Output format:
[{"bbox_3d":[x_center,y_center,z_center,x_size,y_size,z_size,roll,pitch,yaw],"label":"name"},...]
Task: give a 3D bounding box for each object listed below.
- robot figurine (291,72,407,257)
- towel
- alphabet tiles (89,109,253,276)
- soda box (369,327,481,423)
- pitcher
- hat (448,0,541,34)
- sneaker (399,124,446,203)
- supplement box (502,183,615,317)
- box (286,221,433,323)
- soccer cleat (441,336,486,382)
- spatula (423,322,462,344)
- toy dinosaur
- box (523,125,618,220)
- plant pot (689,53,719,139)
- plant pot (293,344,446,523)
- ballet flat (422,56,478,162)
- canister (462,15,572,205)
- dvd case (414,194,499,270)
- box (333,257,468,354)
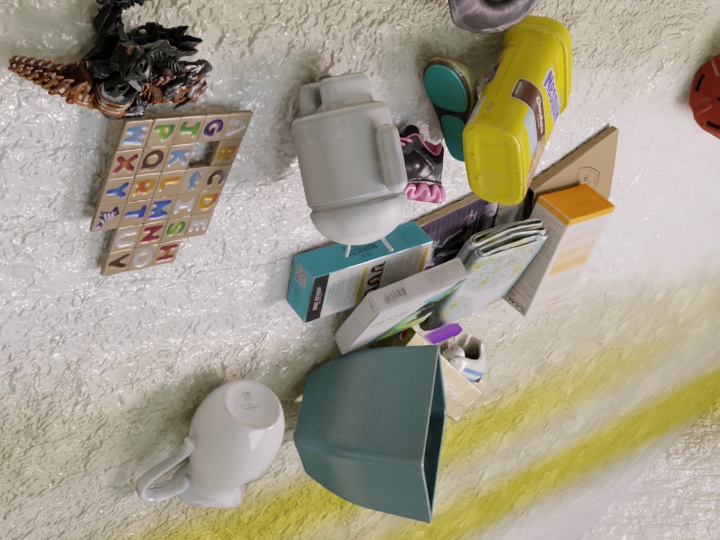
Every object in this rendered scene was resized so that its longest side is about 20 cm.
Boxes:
[{"bbox_3d":[-0.012,-0.116,1.143,0.113,0.169,0.201,-17,98,-35],"label":"robot figurine"},{"bbox_3d":[0.189,0.004,1.596,0.171,0.048,0.200,-17,149,-38],"label":"towel"},{"bbox_3d":[-0.207,-0.079,1.075,0.167,0.008,0.201,-15,140,-48],"label":"alphabet tiles"},{"bbox_3d":[0.105,0.158,1.613,0.068,0.064,0.200,-49,128,-3],"label":"soda box"},{"bbox_3d":[-0.199,0.240,1.361,0.171,0.122,0.200,-6,141,-37],"label":"pitcher"},{"bbox_3d":[0.157,-0.370,1.154,0.200,0.081,0.201,-28,149,-18],"label":"hat"},{"bbox_3d":[0.042,-0.139,1.288,0.199,0.079,0.096,3,101,-52],"label":"sneaker"},{"bbox_3d":[0.317,-0.033,1.670,0.126,0.074,0.201,-16,137,-41],"label":"supplement box"},{"bbox_3d":[0.000,0.000,1.375,0.199,0.049,0.083,-17,138,-33],"label":"box"},{"bbox_3d":[0.137,0.174,1.738,0.199,0.070,0.087,-25,128,-37],"label":"soccer cleat"},{"bbox_3d":[0.143,0.099,1.643,0.056,0.021,0.200,-26,173,10],"label":"spatula"},{"bbox_3d":[-0.210,-0.179,0.914,0.136,0.102,0.200,-50,175,37],"label":"toy dinosaur"},{"bbox_3d":[0.345,-0.130,1.690,0.200,0.021,0.164,-34,146,-20],"label":"box"},{"bbox_3d":[0.687,-0.292,1.784,0.195,0.201,0.201,7,120,-43],"label":"plant pot"},{"bbox_3d":[0.013,0.232,1.496,0.196,0.199,0.197,79,18,-53],"label":"plant pot"},{"bbox_3d":[0.125,-0.219,1.300,0.071,0.071,0.200,-41,147,-10],"label":"ballet flat"},{"bbox_3d":[0.201,-0.201,1.299,0.149,0.086,0.201,75,35,-51],"label":"canister"},{"bbox_3d":[0.127,-0.039,1.532,0.199,0.016,0.149,-26,143,-31],"label":"dvd case"},{"bbox_3d":[0.053,0.053,1.427,0.144,0.036,0.200,-21,168,-21],"label":"box"}]
